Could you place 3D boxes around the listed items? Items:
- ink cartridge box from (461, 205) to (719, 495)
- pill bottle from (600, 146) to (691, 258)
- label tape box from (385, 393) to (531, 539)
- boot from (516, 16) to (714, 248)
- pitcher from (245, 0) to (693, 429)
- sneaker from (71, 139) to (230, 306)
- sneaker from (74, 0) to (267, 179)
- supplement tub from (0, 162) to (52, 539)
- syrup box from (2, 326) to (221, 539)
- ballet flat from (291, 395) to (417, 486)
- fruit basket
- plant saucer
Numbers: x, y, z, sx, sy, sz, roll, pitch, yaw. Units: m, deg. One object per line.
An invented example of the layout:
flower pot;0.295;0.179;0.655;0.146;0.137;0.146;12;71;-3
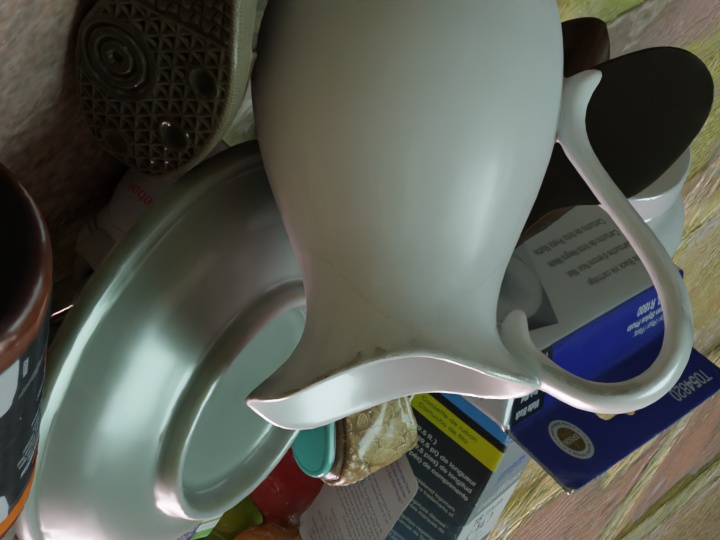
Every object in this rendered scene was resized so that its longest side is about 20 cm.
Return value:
ink cartridge box;0.084;0.010;1.476;0.200;0.200;0.041;-27;152;-56
pill bottle;0.125;-0.013;1.698;0.112;0.112;0.200;-39;161;-35
label tape box;0.020;0.076;1.547;0.063;0.144;0.200;-34;157;-45
boot;0.110;-0.088;1.431;0.186;0.064;0.200;-33;-166;28
pitcher;0.042;-0.042;1.111;0.121;0.171;0.200;97;-6;-77
sneaker;-0.084;0.007;1.267;0.099;0.078;0.200;-41;153;-11
sneaker;-0.048;-0.117;1.073;0.076;0.070;0.200;-44;165;-41
supplement tub;-0.166;0.044;1.039;0.107;0.107;0.200;-42;161;-29
syrup box;-0.117;0.078;1.298;0.082;0.079;0.200;-55;164;16
ballet flat;0.000;0.000;1.339;0.065;0.070;0.200;-10;111;-30
fruit basket;-0.036;0.123;1.469;0.094;0.185;0.200;20;118;-31
plant saucer;-0.060;0.045;1.176;0.200;0.050;0.200;-46;155;-29
